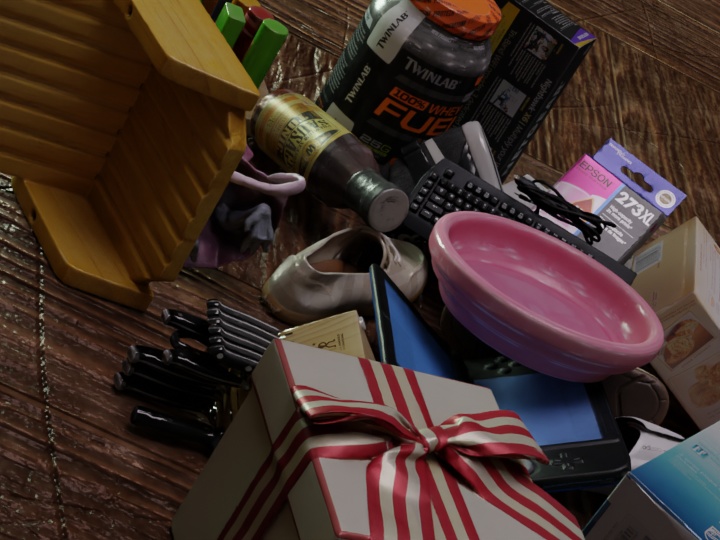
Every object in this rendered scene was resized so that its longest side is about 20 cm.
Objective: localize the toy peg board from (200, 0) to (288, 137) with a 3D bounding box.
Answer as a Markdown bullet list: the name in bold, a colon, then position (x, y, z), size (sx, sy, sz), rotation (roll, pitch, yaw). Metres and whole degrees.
- **toy peg board**: position (-0.166, -0.237, 1.568), size (0.200, 0.098, 0.199), rotation (17, 32, -27)

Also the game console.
- **game console**: position (0.101, 0.072, 1.278), size (0.170, 0.119, 0.200), rotation (-7, 25, 0)

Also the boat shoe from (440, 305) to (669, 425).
- **boat shoe**: position (0.158, 0.080, 1.431), size (0.202, 0.075, 0.075), rotation (30, 3, 1)

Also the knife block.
- **knife block**: position (-0.066, 0.105, 1.180), size (0.064, 0.175, 0.200), rotation (-100, 170, -53)

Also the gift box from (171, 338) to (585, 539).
- **gift box**: position (0.015, 0.167, 1.012), size (0.184, 0.187, 0.200), rotation (11, 33, -32)

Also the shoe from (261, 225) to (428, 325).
- **shoe**: position (0.000, 0.000, 1.399), size (0.070, 0.053, 0.200), rotation (42, 30, 21)

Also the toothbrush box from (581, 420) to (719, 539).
- **toothbrush box**: position (0.225, 0.195, 1.216), size (0.085, 0.147, 0.200), rotation (44, 31, 21)

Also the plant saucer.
- **plant saucer**: position (0.140, 0.025, 1.340), size (0.200, 0.051, 0.201), rotation (24, 22, -10)

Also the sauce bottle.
- **sauce bottle**: position (-0.026, -0.095, 1.469), size (0.066, 0.066, 0.200), rotation (7, 20, -37)

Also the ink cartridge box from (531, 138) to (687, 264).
- **ink cartridge box**: position (0.207, -0.039, 1.565), size (0.095, 0.037, 0.200), rotation (39, 67, 16)

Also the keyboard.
- **keyboard**: position (0.141, -0.035, 1.440), size (0.200, 0.040, 0.104), rotation (31, 68, 2)

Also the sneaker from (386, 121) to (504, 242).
- **sneaker**: position (0.083, -0.023, 1.505), size (0.073, 0.112, 0.200), rotation (41, 32, -71)

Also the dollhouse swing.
- **dollhouse swing**: position (-0.212, -0.104, 1.201), size (0.176, 0.200, 0.182), rotation (7, 37, -39)

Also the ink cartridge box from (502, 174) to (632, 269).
- **ink cartridge box**: position (0.207, -0.035, 1.668), size (0.145, 0.048, 0.200), rotation (40, 32, 16)

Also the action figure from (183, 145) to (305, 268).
- **action figure**: position (-0.137, -0.097, 1.337), size (0.134, 0.149, 0.200), rotation (8, 49, -26)

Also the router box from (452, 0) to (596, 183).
- **router box**: position (0.108, -0.186, 1.645), size (0.157, 0.200, 0.052), rotation (39, 30, 11)

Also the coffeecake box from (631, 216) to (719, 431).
- **coffeecake box**: position (0.321, 0.076, 1.501), size (0.200, 0.073, 0.154), rotation (51, 25, -14)

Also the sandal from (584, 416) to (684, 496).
- **sandal**: position (0.200, 0.141, 1.334), size (0.206, 0.079, 0.059), rotation (10, 66, -32)

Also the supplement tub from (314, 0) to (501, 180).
- **supplement tub**: position (0.039, -0.173, 1.558), size (0.122, 0.200, 0.123), rotation (23, 30, -14)
